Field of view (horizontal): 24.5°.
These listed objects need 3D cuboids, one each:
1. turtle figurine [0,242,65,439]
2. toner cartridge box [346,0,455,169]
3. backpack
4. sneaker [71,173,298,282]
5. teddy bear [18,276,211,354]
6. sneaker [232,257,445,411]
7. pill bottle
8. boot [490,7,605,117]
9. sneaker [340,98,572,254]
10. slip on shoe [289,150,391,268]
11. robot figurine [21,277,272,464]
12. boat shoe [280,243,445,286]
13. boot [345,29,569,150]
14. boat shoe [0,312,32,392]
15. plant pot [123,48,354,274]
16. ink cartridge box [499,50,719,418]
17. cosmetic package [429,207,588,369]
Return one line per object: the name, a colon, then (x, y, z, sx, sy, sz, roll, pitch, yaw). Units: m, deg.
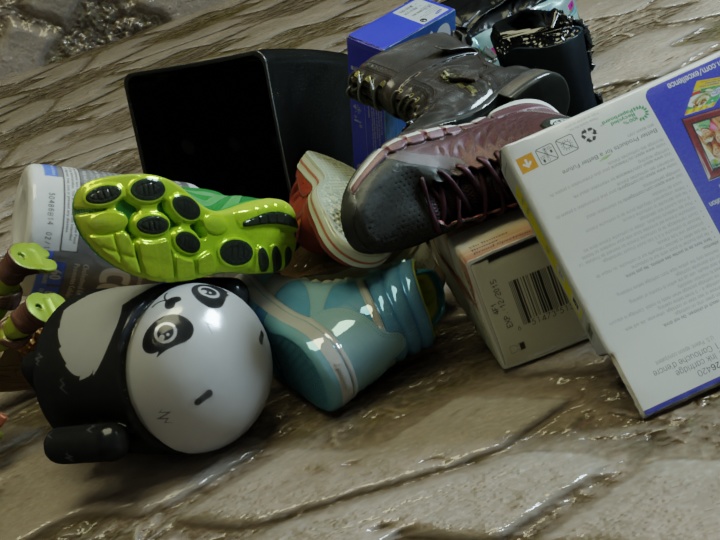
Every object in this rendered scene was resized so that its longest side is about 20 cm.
turtle figurine: (-0.303, 0.050, 1.330, 0.161, 0.064, 0.200, -46, 38, 28)
toner cartridge box: (0.039, -0.124, 1.432, 0.043, 0.201, 0.095, 27, 45, 36)
backpack: (0.145, -0.251, 1.809, 0.200, 0.127, 0.167, -24, 30, -15)
sneaker: (-0.133, -0.026, 1.195, 0.083, 0.074, 0.200, 2, -4, 41)
teddy bear: (-0.188, 0.055, 1.357, 0.199, 0.067, 0.145, -19, 2, 12)
sneaker: (-0.011, 0.030, 1.241, 0.130, 0.080, 0.200, -28, 29, -15)
pill bottle: (-0.194, -0.024, 1.426, 0.199, 0.114, 0.114, 6, 10, -19)
boot: (0.154, -0.139, 1.401, 0.076, 0.169, 0.200, -24, 18, -11)
sneaker: (0.089, -0.065, 1.129, 0.200, 0.076, 0.115, -29, 24, -27)
slip on shoe: (-0.019, -0.036, 1.264, 0.074, 0.061, 0.200, 20, 14, -17)
robot figurine: (-0.156, 0.069, 1.198, 0.200, 0.151, 0.125, -4, -13, 43)
boat shoe: (0.000, 0.000, 1.338, 0.072, 0.065, 0.200, -51, 20, -20)
boot: (0.044, -0.119, 1.270, 0.200, 0.069, 0.174, -28, 34, -26)
boat shoe: (-0.263, 0.052, 1.479, 0.200, 0.072, 0.072, -30, 6, -27)
plant pot: (-0.077, -0.112, 1.562, 0.199, 0.201, 0.177, -3, 14, 44)
ink cartridge box: (0.218, -0.029, 1.049, 0.197, 0.200, 0.047, -23, -18, -3)
cosmetic package: (0.114, -0.014, 1.209, 0.103, 0.087, 0.200, -23, 18, -3)
